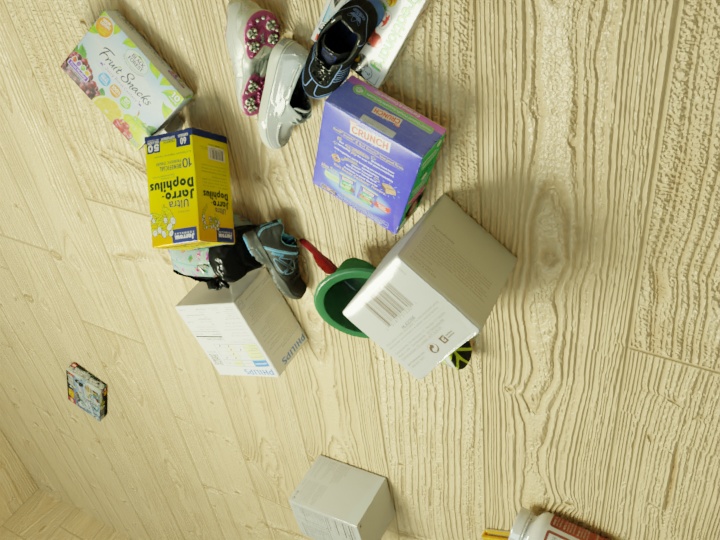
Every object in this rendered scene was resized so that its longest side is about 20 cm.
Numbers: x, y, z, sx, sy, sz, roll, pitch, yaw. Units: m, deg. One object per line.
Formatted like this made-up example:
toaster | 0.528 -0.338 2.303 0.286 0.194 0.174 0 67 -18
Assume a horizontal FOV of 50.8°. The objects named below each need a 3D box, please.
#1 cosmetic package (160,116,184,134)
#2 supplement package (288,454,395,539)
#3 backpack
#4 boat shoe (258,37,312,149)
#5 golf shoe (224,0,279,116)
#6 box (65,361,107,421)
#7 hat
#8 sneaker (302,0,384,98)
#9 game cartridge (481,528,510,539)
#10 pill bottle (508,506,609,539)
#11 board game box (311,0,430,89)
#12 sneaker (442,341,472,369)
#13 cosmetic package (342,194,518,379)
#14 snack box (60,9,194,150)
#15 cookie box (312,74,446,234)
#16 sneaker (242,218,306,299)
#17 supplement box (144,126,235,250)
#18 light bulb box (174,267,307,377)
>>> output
cosmetic package | -0.433 -0.312 1.438 0.200 0.051 0.083 41 140 -2
supplement package | -0.043 0.588 1.887 0.199 0.152 0.151 11 133 30
backpack | -0.292 -0.046 1.511 0.200 0.167 0.127 8 112 37
boat shoe | -0.113 -0.268 1.213 0.071 0.070 0.201 31 137 16
golf shoe | -0.175 -0.341 1.209 0.092 0.075 0.200 47 147 26
box | -0.882 0.394 2.449 0.137 0.040 0.200 33 140 7
hat | 0.000 0.000 1.386 0.200 0.176 0.166 31 127 -20
sneaker | -0.042 -0.303 1.064 0.070 0.078 0.200 41 141 -2
game cartridge | 0.390 0.670 1.721 0.176 0.032 0.200 -9 119 43
pill bottle | 0.408 0.565 1.546 0.200 0.112 0.112 21 137 22
board game box | 0.019 -0.364 1.049 0.126 0.035 0.200 37 141 2
sneaker | 0.126 0.094 1.362 0.076 0.075 0.200 -1 121 50
cosmetic package | 0.112 0.023 1.192 0.166 0.200 0.167 41 133 -2
snack box | -0.415 -0.338 1.353 0.142 0.053 0.200 -40 97 22
cookie box | 0.023 -0.173 1.170 0.171 0.075 0.200 33 150 9
sneaker | -0.144 -0.017 1.464 0.200 0.082 0.073 56 -178 -47
supplement box | -0.306 -0.142 1.363 0.109 0.109 0.201 -7 87 25
light bulb box | -0.255 0.114 1.635 0.198 0.125 0.200 -4 124 39
